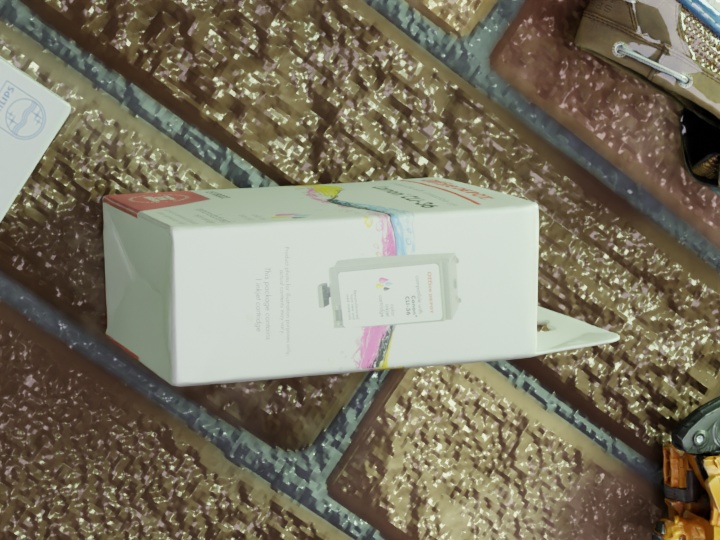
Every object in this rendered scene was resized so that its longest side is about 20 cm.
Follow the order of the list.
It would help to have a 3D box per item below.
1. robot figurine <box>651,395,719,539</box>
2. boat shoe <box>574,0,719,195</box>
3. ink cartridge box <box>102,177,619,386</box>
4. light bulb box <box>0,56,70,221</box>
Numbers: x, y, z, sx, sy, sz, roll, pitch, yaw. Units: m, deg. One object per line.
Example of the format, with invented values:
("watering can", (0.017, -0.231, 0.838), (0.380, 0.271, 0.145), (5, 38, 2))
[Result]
("robot figurine", (0.226, 0.113, 1.131), (0.199, 0.058, 0.146), (-6, 100, -19))
("boat shoe", (0.180, -0.069, 1.085), (0.200, 0.072, 0.073), (39, 89, -11))
("ink cartridge box", (0.000, 0.000, 1.001), (0.199, 0.116, 0.068), (-3, 100, -20))
("light bulb box", (-0.237, -0.070, 0.861), (0.199, 0.198, 0.125), (34, 85, -20))
